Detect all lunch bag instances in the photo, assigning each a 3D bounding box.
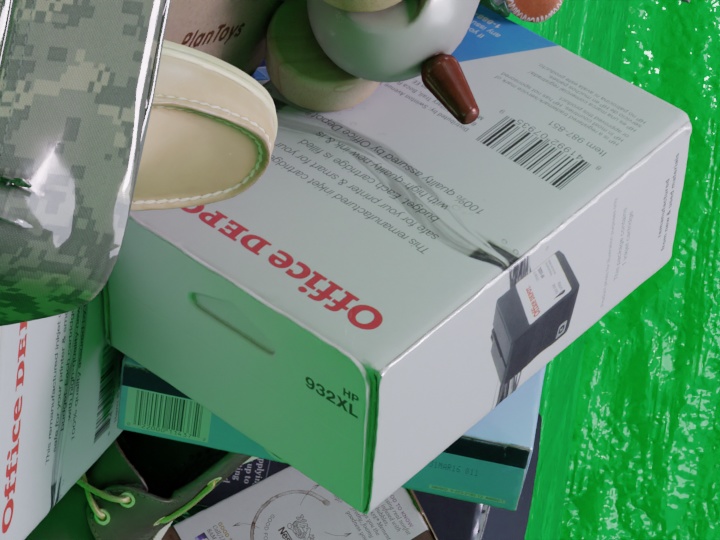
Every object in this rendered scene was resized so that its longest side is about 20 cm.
[{"bbox_3d":[-0.156,-0.088,0.898,0.139,0.168,0.200,-8,-112,57],"label":"lunch bag"}]

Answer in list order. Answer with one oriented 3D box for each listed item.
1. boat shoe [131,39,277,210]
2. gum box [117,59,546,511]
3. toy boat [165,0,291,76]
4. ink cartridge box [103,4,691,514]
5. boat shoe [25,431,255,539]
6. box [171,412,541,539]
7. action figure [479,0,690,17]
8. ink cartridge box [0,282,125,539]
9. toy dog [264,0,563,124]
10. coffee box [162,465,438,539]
[{"bbox_3d":[-0.114,-0.042,1.040,0.072,0.200,0.065,-62,-141,30],"label":"boat shoe"},{"bbox_3d":[0.000,0.000,1.266,0.045,0.170,0.200,100,2,-46],"label":"gum box"},{"bbox_3d":[-0.110,-0.128,1.143,0.131,0.131,0.200,-59,164,23],"label":"toy boat"},{"bbox_3d":[0.014,-0.015,1.185,0.200,0.145,0.084,-37,146,-35],"label":"ink cartridge box"},{"bbox_3d":[-0.097,0.083,1.302,0.072,0.200,0.060,57,2,17],"label":"boat shoe"},{"bbox_3d":[-0.012,0.099,1.599,0.148,0.200,0.104,56,44,-74],"label":"box"},{"bbox_3d":[0.042,-0.124,1.299,0.118,0.200,0.055,16,67,-72],"label":"action figure"},{"bbox_3d":[-0.148,0.018,1.167,0.200,0.083,0.147,-52,150,-69],"label":"ink cartridge box"},{"bbox_3d":[0.054,-0.128,1.162,0.200,0.096,0.132,-45,167,-5],"label":"toy dog"},{"bbox_3d":[-0.057,0.168,1.438,0.080,0.200,0.114,62,-3,23],"label":"coffee box"}]
